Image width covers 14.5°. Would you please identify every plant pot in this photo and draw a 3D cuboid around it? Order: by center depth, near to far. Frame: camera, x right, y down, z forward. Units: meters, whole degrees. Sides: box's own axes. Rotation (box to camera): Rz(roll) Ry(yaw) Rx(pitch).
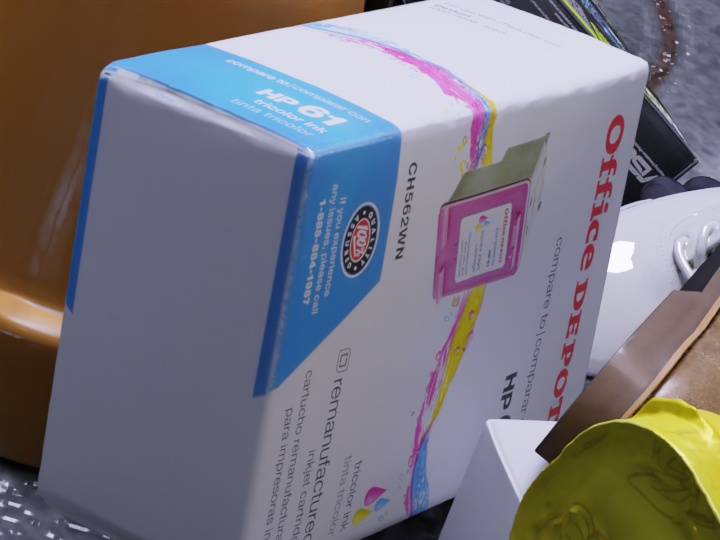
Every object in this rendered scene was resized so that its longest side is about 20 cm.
[{"bbox_3d":[-0.082,-0.061,0.985,0.200,0.184,0.200,14,35,-10],"label":"plant pot"}]

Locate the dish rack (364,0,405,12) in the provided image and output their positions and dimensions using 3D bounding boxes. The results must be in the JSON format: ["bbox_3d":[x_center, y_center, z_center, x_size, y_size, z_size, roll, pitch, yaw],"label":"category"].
[{"bbox_3d":[-0.064,-0.110,1.100,0.200,0.154,0.055,29,51,11],"label":"dish rack"}]

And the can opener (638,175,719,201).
[{"bbox_3d":[0.176,0.032,1.065,0.200,0.079,0.063,48,21,23],"label":"can opener"}]

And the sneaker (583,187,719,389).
[{"bbox_3d":[0.146,-0.009,1.005,0.200,0.071,0.073,-16,71,-10],"label":"sneaker"}]

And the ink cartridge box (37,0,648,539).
[{"bbox_3d":[0.000,0.000,0.904,0.085,0.145,0.200,22,23,29],"label":"ink cartridge box"}]

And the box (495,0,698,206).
[{"bbox_3d":[0.046,-0.141,1.184,0.200,0.047,0.193,45,15,-36],"label":"box"}]

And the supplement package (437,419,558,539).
[{"bbox_3d":[0.128,0.125,0.898,0.200,0.114,0.110,4,38,-23],"label":"supplement package"}]

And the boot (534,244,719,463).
[{"bbox_3d":[0.131,0.025,0.893,0.075,0.074,0.200,40,43,7],"label":"boot"}]

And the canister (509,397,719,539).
[{"bbox_3d":[0.156,0.105,0.765,0.200,0.087,0.149,-3,57,-38],"label":"canister"}]
